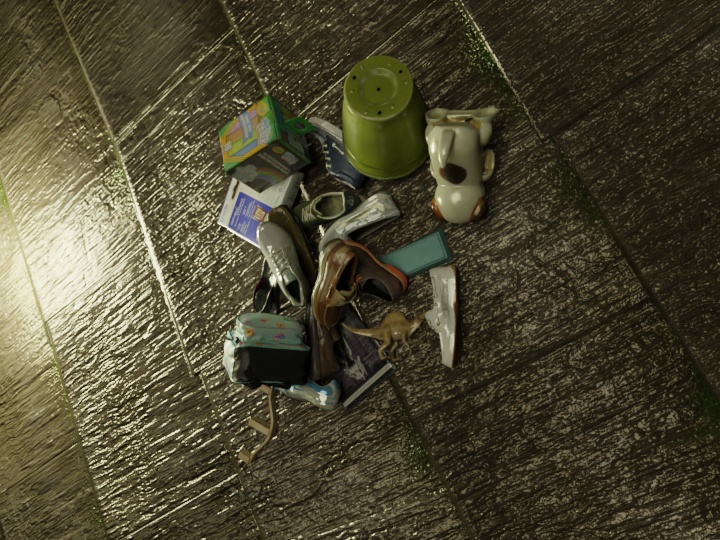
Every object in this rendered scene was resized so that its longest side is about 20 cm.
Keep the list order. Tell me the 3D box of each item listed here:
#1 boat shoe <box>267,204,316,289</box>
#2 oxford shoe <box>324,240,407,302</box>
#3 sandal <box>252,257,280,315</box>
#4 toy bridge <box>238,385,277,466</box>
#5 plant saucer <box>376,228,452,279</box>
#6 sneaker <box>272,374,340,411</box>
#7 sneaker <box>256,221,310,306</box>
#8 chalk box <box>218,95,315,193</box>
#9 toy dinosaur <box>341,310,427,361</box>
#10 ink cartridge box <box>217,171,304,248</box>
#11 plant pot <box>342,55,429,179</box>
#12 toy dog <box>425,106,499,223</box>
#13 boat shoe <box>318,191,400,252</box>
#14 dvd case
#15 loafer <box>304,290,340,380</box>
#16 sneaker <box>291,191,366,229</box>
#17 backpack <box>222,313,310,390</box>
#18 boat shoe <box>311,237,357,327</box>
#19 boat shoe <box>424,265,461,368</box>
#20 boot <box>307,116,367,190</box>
[{"bbox_3d":[-0.144,-0.056,1.227,0.071,0.066,0.203,-16,108,24],"label":"boat shoe"},{"bbox_3d":[0.000,0.000,1.122,0.198,0.073,0.072,27,127,13],"label":"oxford shoe"},{"bbox_3d":[-0.222,0.052,1.252,0.075,0.048,0.203,30,123,30],"label":"sandal"},{"bbox_3d":[-0.233,0.371,1.284,0.066,0.027,0.203,19,96,25],"label":"toy bridge"},{"bbox_3d":[0.095,-0.018,1.146,0.198,0.019,0.071,-24,77,23],"label":"plant saucer"},{"bbox_3d":[-0.126,0.260,1.216,0.198,0.072,0.073,7,70,33],"label":"sneaker"},{"bbox_3d":[-0.160,-0.013,1.160,0.070,0.080,0.202,-26,107,0],"label":"sneaker"},{"bbox_3d":[-0.194,-0.286,1.192,0.198,0.124,0.125,-26,63,22],"label":"chalk box"},{"bbox_3d":[0.063,0.139,1.144,0.197,0.058,0.103,-13,67,17],"label":"toy dinosaur"},{"bbox_3d":[-0.244,-0.171,1.303,0.199,0.047,0.200,28,101,38],"label":"ink cartridge box"},{"bbox_3d":[0.045,-0.309,1.057,0.197,0.193,0.204,-2,77,8],"label":"plant pot"},{"bbox_3d":[0.193,-0.188,1.023,0.137,0.195,0.203,-1,121,13],"label":"toy dog"},{"bbox_3d":[-0.006,-0.088,1.170,0.201,0.074,0.065,-36,69,13],"label":"boat shoe"},{"bbox_3d":[-0.031,0.183,1.199,0.149,0.016,0.201,-43,69,17],"label":"dvd case"},{"bbox_3d":[-0.082,0.138,1.191,0.073,0.070,0.203,146,123,-66],"label":"loafer"},{"bbox_3d":[-0.090,-0.139,1.203,0.197,0.090,0.068,-9,85,26],"label":"sneaker"},{"bbox_3d":[-0.213,0.173,1.190,0.199,0.173,0.156,175,98,-65],"label":"backpack"},{"bbox_3d":[-0.048,0.036,1.089,0.073,0.075,0.202,31,131,30],"label":"boat shoe"},{"bbox_3d":[0.163,0.092,1.076,0.068,0.071,0.203,-3,77,18],"label":"boat shoe"},{"bbox_3d":[-0.060,-0.260,1.196,0.199,0.073,0.091,34,87,23],"label":"boot"}]
